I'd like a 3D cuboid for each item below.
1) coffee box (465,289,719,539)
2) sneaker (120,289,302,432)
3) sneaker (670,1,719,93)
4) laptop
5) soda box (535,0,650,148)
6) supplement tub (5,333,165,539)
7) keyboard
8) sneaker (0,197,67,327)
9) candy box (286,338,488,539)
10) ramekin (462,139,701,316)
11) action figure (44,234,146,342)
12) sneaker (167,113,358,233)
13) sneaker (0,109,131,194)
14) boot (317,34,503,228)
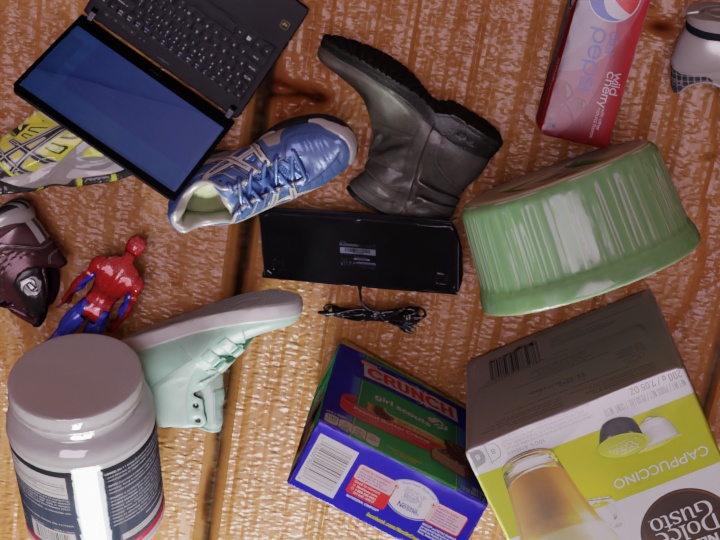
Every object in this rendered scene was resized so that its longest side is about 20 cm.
[{"bbox_3d":[0.225,0.169,1.055,0.199,0.200,0.198,-23,104,12],"label":"coffee box"},{"bbox_3d":[-0.132,0.093,1.127,0.200,0.074,0.118,-18,99,20],"label":"sneaker"},{"bbox_3d":[0.378,-0.182,1.009,0.200,0.076,0.081,12,119,6],"label":"sneaker"},{"bbox_3d":[-0.178,-0.201,1.026,0.177,0.103,0.200,35,107,-7],"label":"laptop"},{"bbox_3d":[0.212,-0.215,1.005,0.063,0.070,0.200,13,108,0],"label":"soda box"},{"bbox_3d":[-0.266,0.176,1.107,0.140,0.140,0.200,5,126,3],"label":"supplement tub"},{"bbox_3d":[0.000,0.000,1.103,0.200,0.021,0.127,6,118,14],"label":"keyboard"},{"bbox_3d":[-0.377,0.027,1.131,0.200,0.076,0.116,-36,104,13],"label":"sneaker"},{"bbox_3d":[0.031,0.165,1.071,0.169,0.200,0.077,28,106,-4],"label":"candy box"},{"bbox_3d":[0.187,-0.041,1.000,0.200,0.200,0.098,-19,97,10],"label":"ramekin"},{"bbox_3d":[-0.272,0.045,1.139,0.065,0.052,0.200,35,108,-10],"label":"action figure"},{"bbox_3d":[-0.091,-0.082,1.050,0.200,0.077,0.076,-20,119,23],"label":"sneaker"},{"bbox_3d":[-0.315,-0.114,1.088,0.200,0.075,0.077,-8,99,-3],"label":"sneaker"},{"bbox_3d":[0.021,-0.119,1.057,0.200,0.068,0.131,33,113,-4],"label":"boot"}]
